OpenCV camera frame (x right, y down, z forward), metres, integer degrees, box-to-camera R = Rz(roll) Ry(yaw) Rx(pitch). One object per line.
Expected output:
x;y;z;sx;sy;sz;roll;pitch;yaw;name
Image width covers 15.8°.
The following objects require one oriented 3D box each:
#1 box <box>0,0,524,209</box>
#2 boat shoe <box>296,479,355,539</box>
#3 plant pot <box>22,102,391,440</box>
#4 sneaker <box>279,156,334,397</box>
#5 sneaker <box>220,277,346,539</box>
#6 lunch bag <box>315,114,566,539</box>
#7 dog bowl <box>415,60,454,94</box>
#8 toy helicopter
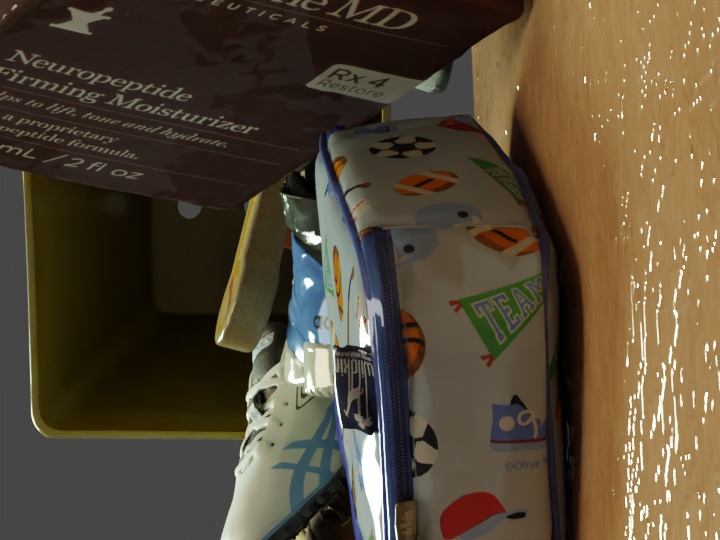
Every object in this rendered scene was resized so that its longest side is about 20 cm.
-0.067;-0.143;0.958;0.200;0.165;0.165;-30;56;50;box
0.002;0.130;1.342;0.068;0.072;0.200;-56;8;11;boat shoe
-0.071;-0.022;1.462;0.176;0.199;0.201;-54;-37;-78;plant pot
0.001;0.000;1.186;0.200;0.076;0.112;49;-137;-89;sneaker
-0.035;0.074;1.295;0.072;0.072;0.200;-49;11;43;sneaker
0.026;0.041;0.902;0.200;0.075;0.161;-100;7;-68;lunch bag
-0.001;-0.178;1.146;0.200;0.073;0.201;179;90;-86;dog bowl
-0.043;-0.049;1.275;0.132;0.079;0.201;130;156;-61;toy helicopter
